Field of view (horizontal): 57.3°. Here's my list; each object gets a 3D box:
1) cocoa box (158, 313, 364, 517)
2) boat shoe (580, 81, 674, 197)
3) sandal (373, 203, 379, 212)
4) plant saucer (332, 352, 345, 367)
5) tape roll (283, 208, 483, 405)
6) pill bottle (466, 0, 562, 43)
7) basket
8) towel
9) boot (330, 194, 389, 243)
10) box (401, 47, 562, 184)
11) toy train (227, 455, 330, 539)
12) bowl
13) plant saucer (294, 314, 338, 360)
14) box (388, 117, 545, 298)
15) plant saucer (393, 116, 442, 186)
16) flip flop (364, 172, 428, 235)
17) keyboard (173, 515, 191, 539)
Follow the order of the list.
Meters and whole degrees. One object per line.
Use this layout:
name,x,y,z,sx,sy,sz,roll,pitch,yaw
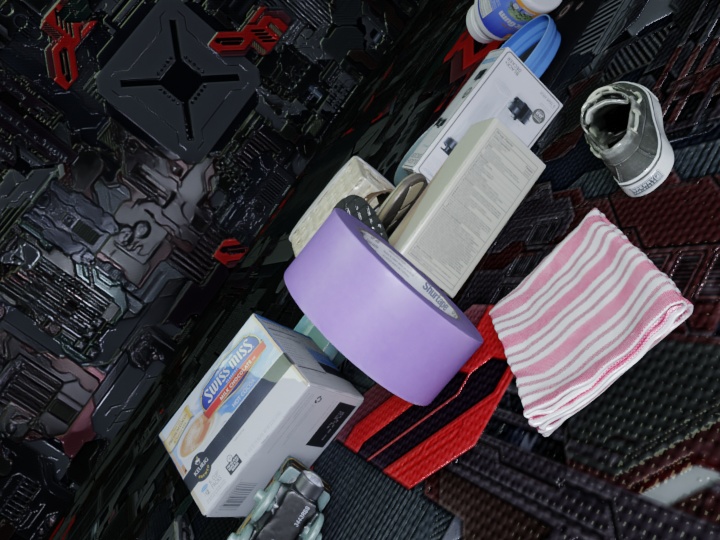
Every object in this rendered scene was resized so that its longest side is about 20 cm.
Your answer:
cocoa box,-0.122,0.181,0.812,0.201,0.133,0.131,-51,56,6
boat shoe,0.254,-0.150,0.647,0.071,0.063,0.201,-43,18,30
sandal,0.038,-0.080,1.016,0.080,0.059,0.207,-57,-10,-14
plant saucer,-0.037,0.096,1.033,0.201,0.027,0.201,-49,16,18
tape roll,0.024,0.034,0.666,0.085,0.199,0.200,-50,16,8
pill bottle,0.284,-0.506,1.247,0.113,0.111,0.199,-56,15,-15
basket,-0.018,-0.075,1.156,0.201,0.135,0.124,-49,20,13
towel,0.175,0.031,0.552,0.147,0.030,0.201,-47,16,18
boot,0.000,0.000,0.836,0.067,0.203,0.130,-27,16,-12
box,0.161,-0.179,0.884,0.201,0.116,0.060,-53,18,2
toy train,-0.103,0.296,0.707,0.202,0.085,0.114,-56,2,-1
bowl,0.251,-0.332,1.097,0.201,0.039,0.201,-48,17,19
plant saucer,-0.064,0.101,0.974,0.200,0.027,0.201,-47,16,18
box,0.126,-0.078,0.812,0.201,0.095,0.078,-53,15,-5
plant saucer,0.139,-0.180,0.991,0.199,0.039,0.201,-35,-13,-10
flip flop,0.019,-0.070,0.889,0.080,0.058,0.200,-24,-14,-35
keyboard,-0.179,0.373,0.686,0.128,0.020,0.203,107,156,-55
